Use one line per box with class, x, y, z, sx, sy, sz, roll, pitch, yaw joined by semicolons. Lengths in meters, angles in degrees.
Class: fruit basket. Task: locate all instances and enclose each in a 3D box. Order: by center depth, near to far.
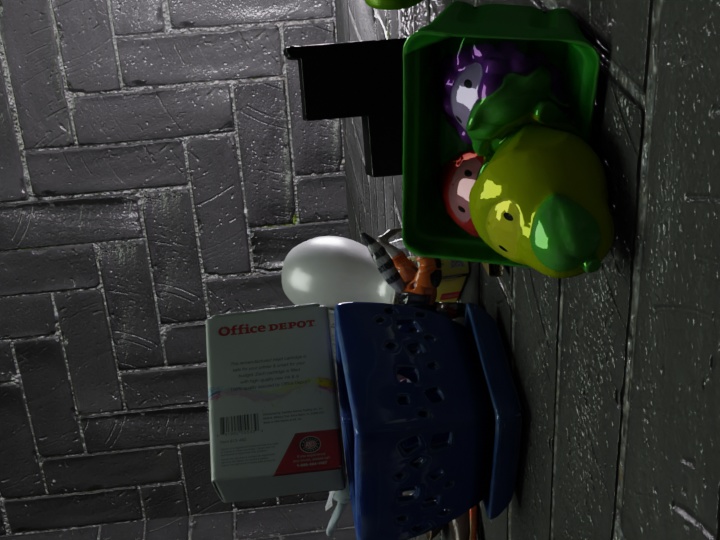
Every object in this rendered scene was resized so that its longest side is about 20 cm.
fruit basket;0.104;-0.072;0.788;0.216;0.155;0.216;6;-90;-81

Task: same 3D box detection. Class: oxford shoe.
oxford shoe;0.116;0.305;1.502;0.071;0.072;0.200;91;172;-54

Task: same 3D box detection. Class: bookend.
bookend;0.005;-0.209;1.491;0.092;0.198;0.200;-128;32;-79

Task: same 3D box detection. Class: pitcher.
pitcher;0.000;0.000;1.626;0.172;0.200;0.121;-52;-42;-44

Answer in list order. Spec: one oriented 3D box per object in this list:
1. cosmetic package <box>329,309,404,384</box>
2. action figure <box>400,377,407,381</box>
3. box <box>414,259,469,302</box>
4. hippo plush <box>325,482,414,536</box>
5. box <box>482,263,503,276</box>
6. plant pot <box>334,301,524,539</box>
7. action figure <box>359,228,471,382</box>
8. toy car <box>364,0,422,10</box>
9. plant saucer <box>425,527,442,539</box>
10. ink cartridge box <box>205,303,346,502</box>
cosmetic package;0.003;0.184;1.581;0.167;0.167;0.200;-65;-30;-29
action figure;0.077;0.190;1.425;0.200;0.149;0.134;164;97;-80
box;0.103;0.004;1.453;0.200;0.050;0.075;98;166;-71
hippo plush;0.027;0.294;1.745;0.200;0.160;0.159;-90;0;-46
box;0.125;-0.106;1.182;0.200;0.021;0.164;-105;10;-66
plant pot;0.071;0.157;1.190;0.200;0.179;0.200;-100;5;-49
action figure;0.054;0.044;1.328;0.200;0.104;0.194;-16;86;59
toy car;0.096;-0.292;0.881;0.200;0.158;0.165;32;138;48
plant saucer;0.117;0.352;1.857;0.200;0.032;0.201;174;90;-85
ink cartridge box;-0.097;0.150;1.260;0.083;0.145;0.200;85;179;-61
